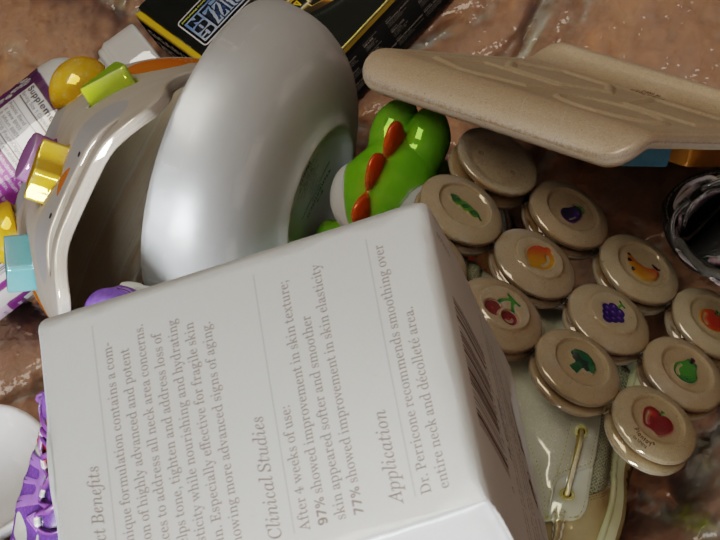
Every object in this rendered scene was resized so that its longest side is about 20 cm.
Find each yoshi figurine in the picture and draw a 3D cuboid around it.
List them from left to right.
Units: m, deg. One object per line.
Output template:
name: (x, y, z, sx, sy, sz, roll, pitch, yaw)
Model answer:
yoshi figurine: (0.010, 0.006, 1.358, 0.201, 0.112, 0.112, -68, 14, -7)

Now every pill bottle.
pill bottle: (-0.198, -0.064, 1.515, 0.200, 0.112, 0.112, -38, 52, -2)

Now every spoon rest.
spoon rest: (-0.191, 0.131, 1.422, 0.199, 0.061, 0.100, 7, 63, 27)

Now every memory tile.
memory tile: (0.113, 0.012, 1.284, 0.200, 0.017, 0.153, 36, 41, 4)

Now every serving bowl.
serving bowl: (-0.051, -0.055, 1.395, 0.065, 0.200, 0.201, 19, 69, 19)

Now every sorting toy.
sorting toy: (-0.150, -0.044, 1.375, 0.106, 0.180, 0.201, 25, 93, -9)
sorting toy: (0.125, -0.091, 1.360, 0.184, 0.200, 0.037, 21, 108, 33)

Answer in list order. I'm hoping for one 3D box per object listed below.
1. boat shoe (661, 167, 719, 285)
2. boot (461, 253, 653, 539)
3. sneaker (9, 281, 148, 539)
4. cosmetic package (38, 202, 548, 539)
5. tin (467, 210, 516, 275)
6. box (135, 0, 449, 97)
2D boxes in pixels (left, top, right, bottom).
boat shoe: (0.204, -0.023, 1.288, 0.067, 0.057, 0.200, -42, 25, 4)
boot: (0.068, 0.094, 1.266, 0.154, 0.072, 0.201, 27, 60, -12)
sneaker: (-0.161, 0.101, 1.323, 0.080, 0.083, 0.201, 14, 86, 24)
cosmetic package: (-0.026, 0.101, 1.126, 0.199, 0.167, 0.168, -17, 56, 9)
tin: (0.015, 0.029, 1.406, 0.112, 0.042, 0.200, 32, 76, 32)
box: (-0.027, -0.193, 1.559, 0.200, 0.049, 0.160, -46, 51, -8)
